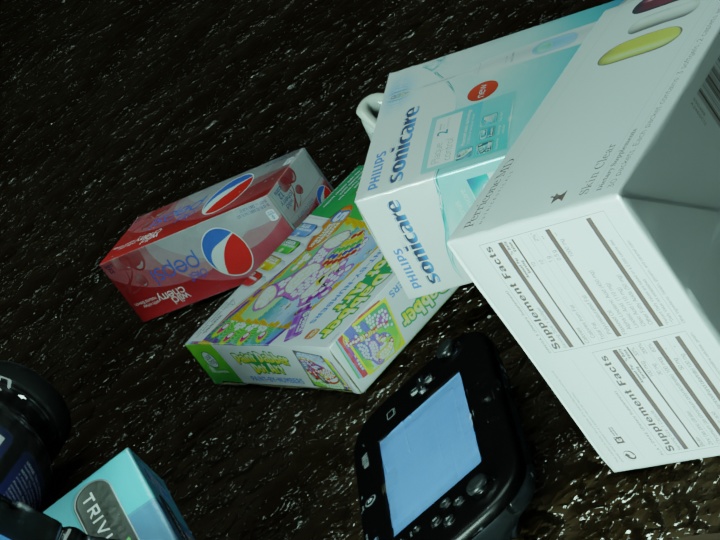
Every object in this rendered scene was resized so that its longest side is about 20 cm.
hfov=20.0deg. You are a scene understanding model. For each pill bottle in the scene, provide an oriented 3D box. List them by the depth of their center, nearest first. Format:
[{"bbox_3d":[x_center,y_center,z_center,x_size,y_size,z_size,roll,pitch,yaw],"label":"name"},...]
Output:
[{"bbox_3d":[-0.283,0.157,1.420,0.111,0.112,0.200,-21,25,37],"label":"pill bottle"}]

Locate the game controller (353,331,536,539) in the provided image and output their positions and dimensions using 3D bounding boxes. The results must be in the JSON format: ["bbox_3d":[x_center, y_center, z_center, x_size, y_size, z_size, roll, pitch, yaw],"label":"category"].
[{"bbox_3d":[0.042,0.103,1.099,0.104,0.042,0.200,-34,20,10],"label":"game controller"}]

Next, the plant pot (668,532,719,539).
[{"bbox_3d":[0.108,0.178,0.658,0.200,0.201,0.175,-38,1,-2],"label":"plant pot"}]

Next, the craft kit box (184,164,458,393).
[{"bbox_3d":[0.000,0.000,1.395,0.200,0.049,0.197,-47,25,-25],"label":"craft kit box"}]

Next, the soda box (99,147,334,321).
[{"bbox_3d":[-0.110,-0.026,1.601,0.199,0.064,0.070,-20,25,41],"label":"soda box"}]

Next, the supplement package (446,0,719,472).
[{"bbox_3d":[0.163,-0.030,1.017,0.110,0.156,0.200,-17,29,45],"label":"supplement package"}]

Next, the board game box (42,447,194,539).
[{"bbox_3d":[-0.168,0.214,1.110,0.200,0.047,0.151,-38,47,0],"label":"board game box"}]

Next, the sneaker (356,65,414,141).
[{"bbox_3d":[0.067,-0.109,1.458,0.199,0.087,0.075,-11,30,48],"label":"sneaker"}]

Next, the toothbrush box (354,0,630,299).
[{"bbox_3d":[0.110,-0.079,1.255,0.199,0.086,0.147,-16,33,24],"label":"toothbrush box"}]

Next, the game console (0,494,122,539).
[{"bbox_3d":[-0.180,0.204,1.012,0.175,0.116,0.201,2,59,34],"label":"game console"}]
